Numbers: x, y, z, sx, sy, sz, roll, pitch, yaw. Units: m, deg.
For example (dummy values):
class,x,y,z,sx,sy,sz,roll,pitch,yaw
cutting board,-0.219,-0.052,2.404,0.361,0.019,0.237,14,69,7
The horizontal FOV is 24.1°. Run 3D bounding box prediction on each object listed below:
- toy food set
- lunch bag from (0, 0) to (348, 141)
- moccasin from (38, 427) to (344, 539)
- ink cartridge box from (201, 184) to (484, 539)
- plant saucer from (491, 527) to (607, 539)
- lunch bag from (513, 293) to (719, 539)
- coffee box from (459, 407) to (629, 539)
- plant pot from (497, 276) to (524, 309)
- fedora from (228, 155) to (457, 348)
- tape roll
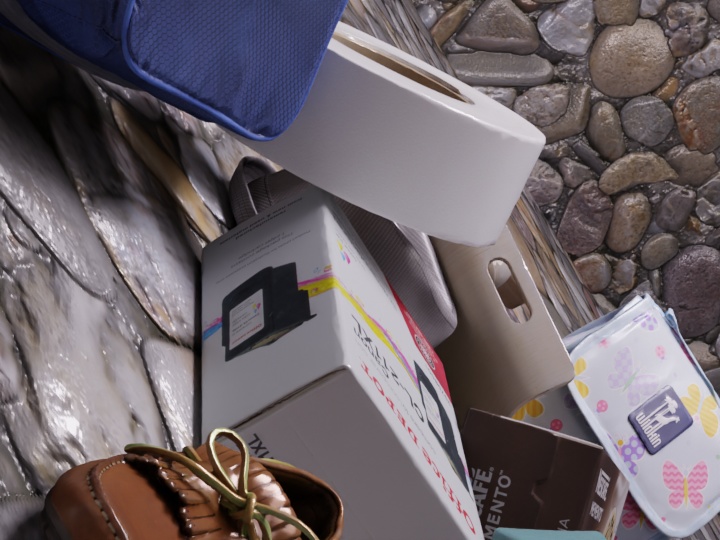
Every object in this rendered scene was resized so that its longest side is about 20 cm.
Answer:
class,x,y,z,sx,sy,sz,roll,pitch,yaw
toy food set,0.077,0.058,1.166,0.144,0.060,0.200,66,-24,22
lunch bag,-0.097,-0.156,0.823,0.132,0.137,0.200,24,-2,26
moccasin,-0.052,0.096,0.614,0.074,0.077,0.201,64,11,19
ink cartridge box,-0.011,0.069,0.869,0.146,0.082,0.200,56,11,-26
plant saucer,0.096,0.226,0.810,0.069,0.019,0.202,7,78,-30
lunch bag,0.178,0.133,1.280,0.170,0.199,0.127,61,10,-1
coffee box,0.100,0.157,0.992,0.200,0.079,0.114,46,62,-72
plant pot,0.073,-0.041,1.538,0.202,0.092,0.201,56,12,-18
fedora,0.000,0.000,1.082,0.201,0.090,0.177,60,10,-4
tape roll,0.006,-0.090,0.979,0.201,0.071,0.203,25,11,-5
